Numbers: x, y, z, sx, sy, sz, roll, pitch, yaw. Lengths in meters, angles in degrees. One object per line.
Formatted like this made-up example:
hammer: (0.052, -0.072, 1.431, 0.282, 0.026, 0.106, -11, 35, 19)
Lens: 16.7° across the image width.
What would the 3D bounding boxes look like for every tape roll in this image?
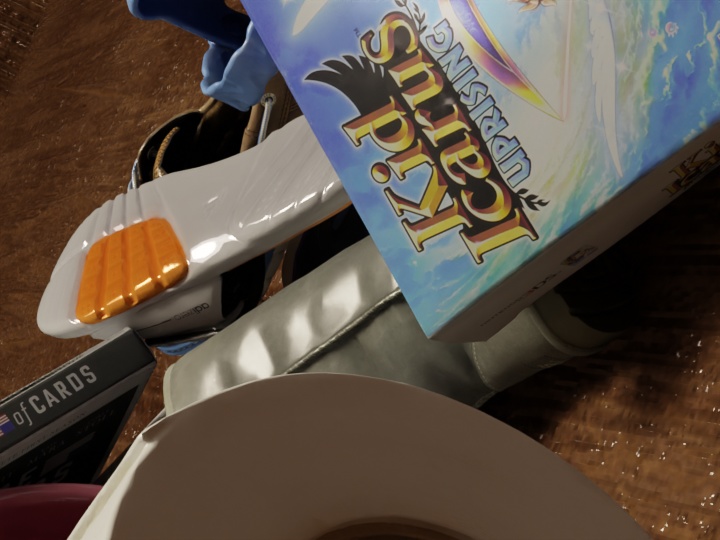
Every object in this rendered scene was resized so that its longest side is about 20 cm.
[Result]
tape roll: (-0.007, 0.148, 0.655, 0.139, 0.202, 0.203, -54, 19, 38)

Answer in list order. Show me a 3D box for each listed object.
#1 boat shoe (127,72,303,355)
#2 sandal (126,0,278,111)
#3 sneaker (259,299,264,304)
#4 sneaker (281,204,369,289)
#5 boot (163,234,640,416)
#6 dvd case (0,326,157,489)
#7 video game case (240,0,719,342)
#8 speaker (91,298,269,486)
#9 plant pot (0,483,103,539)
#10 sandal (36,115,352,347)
boat shoe: (-0.068, -0.039, 1.131, 0.200, 0.072, 0.072, -54, 40, 34)
sandal: (-0.010, -0.112, 0.971, 0.087, 0.199, 0.080, 63, 146, 18)
sneaker: (-0.067, 0.072, 1.211, 0.109, 0.070, 0.200, -62, 19, 5)
sneaker: (0.048, -0.047, 1.016, 0.201, 0.080, 0.146, -61, 25, -3)
boot: (-0.002, -0.001, 0.939, 0.200, 0.072, 0.183, -36, 65, 42)
dvd case: (-0.173, 0.113, 1.061, 0.150, 0.025, 0.200, -32, -15, -34)
video game case: (0.050, -0.108, 0.822, 0.181, 0.045, 0.201, -38, 71, 26)
speaker: (-0.080, 0.109, 1.085, 0.200, 0.081, 0.081, -46, 20, 12)
plant pot: (-0.122, 0.216, 0.986, 0.201, 0.199, 0.180, -81, 6, -45)
sandal: (-0.055, -0.006, 1.039, 0.206, 0.059, 0.079, -21, 37, 36)
